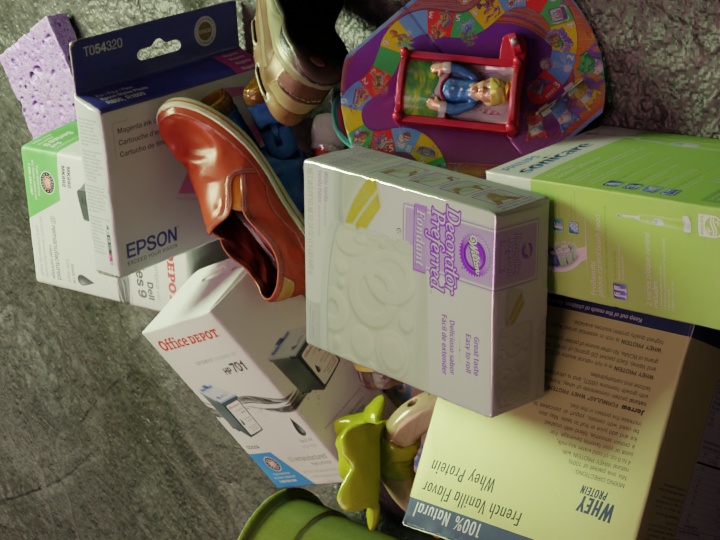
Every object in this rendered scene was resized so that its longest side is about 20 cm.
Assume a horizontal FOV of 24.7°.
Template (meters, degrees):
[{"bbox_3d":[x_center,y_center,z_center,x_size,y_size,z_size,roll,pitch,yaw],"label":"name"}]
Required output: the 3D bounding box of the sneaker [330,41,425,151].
[{"bbox_3d":[0.026,-0.105,1.306,0.083,0.120,0.202,37,130,28],"label":"sneaker"}]

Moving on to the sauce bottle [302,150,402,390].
[{"bbox_3d":[0.000,0.000,1.380,0.064,0.065,0.202,1,117,45],"label":"sauce bottle"}]

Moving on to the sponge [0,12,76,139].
[{"bbox_3d":[-0.298,-0.150,1.685,0.111,0.030,0.202,-23,90,48],"label":"sponge"}]

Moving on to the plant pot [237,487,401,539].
[{"bbox_3d":[0.004,0.309,1.477,0.188,0.200,0.202,5,111,31],"label":"plant pot"}]

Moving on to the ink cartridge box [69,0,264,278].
[{"bbox_3d":[-0.157,-0.117,1.432,0.043,0.195,0.202,15,118,39],"label":"ink cartridge box"}]

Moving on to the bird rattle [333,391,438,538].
[{"bbox_3d":[0.073,0.136,1.356,0.199,0.113,0.163,-36,114,8],"label":"bird rattle"}]

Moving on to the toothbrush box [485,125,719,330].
[{"bbox_3d":[0.207,-0.035,1.133,0.199,0.145,0.087,14,116,41],"label":"toothbrush box"}]

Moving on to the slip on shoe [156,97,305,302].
[{"bbox_3d":[-0.106,-0.059,1.357,0.201,0.061,0.074,53,141,5],"label":"slip on shoe"}]

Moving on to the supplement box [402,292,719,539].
[{"bbox_3d":[0.166,0.121,1.191,0.199,0.134,0.202,12,85,42],"label":"supplement box"}]

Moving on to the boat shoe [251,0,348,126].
[{"bbox_3d":[-0.059,-0.188,1.322,0.074,0.075,0.201,-57,21,29],"label":"boat shoe"}]

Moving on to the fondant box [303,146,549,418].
[{"bbox_3d":[0.043,0.003,1.169,0.199,0.058,0.146,18,116,45],"label":"fondant box"}]

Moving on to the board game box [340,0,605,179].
[{"bbox_3d":[0.078,-0.138,1.209,0.199,0.039,0.159,-39,83,5],"label":"board game box"}]

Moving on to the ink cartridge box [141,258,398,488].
[{"bbox_3d":[-0.079,0.091,1.462,0.200,0.086,0.146,49,151,-15],"label":"ink cartridge box"}]

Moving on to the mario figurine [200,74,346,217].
[{"bbox_3d":[-0.067,-0.075,1.438,0.123,0.106,0.202,-1,120,47],"label":"mario figurine"}]

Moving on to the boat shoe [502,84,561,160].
[{"bbox_3d":[0.121,-0.049,1.269,0.064,0.073,0.202,21,120,43],"label":"boat shoe"}]

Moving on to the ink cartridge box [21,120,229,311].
[{"bbox_3d":[-0.219,-0.051,1.581,0.198,0.084,0.148,12,116,30],"label":"ink cartridge box"}]

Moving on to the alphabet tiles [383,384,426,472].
[{"bbox_3d":[0.076,0.107,1.425,0.200,0.015,0.197,45,133,22],"label":"alphabet tiles"}]
